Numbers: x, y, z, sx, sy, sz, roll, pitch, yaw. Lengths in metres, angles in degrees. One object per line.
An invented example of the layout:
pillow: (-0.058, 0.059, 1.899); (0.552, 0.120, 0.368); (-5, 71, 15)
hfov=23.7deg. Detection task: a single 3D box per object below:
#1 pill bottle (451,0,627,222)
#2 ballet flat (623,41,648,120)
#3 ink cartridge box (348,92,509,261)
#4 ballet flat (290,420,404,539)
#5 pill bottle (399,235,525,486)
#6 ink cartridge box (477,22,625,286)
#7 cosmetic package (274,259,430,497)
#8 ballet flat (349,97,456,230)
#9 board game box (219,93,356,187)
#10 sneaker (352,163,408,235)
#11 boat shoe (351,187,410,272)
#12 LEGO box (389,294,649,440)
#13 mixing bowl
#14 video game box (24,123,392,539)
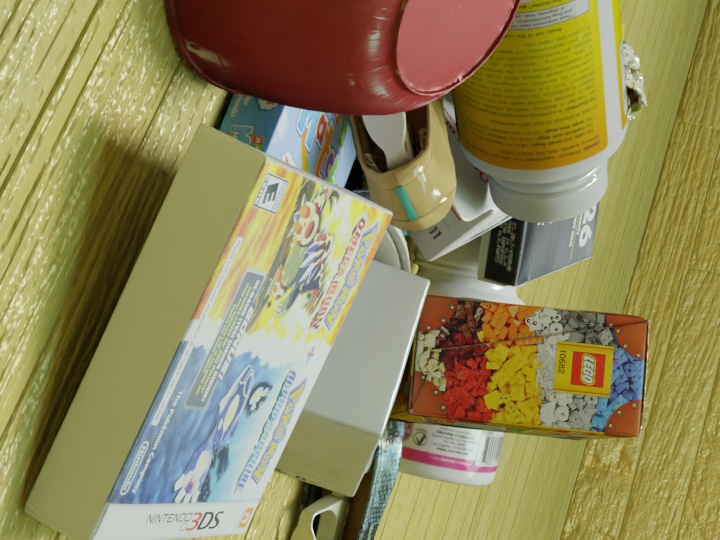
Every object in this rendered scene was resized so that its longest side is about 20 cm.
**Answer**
pill bottle: (0.107, -0.131, 1.056); (0.109, 0.109, 0.201); (-63, 150, -45)
ballet flat: (0.155, -0.122, 1.215); (0.200, 0.076, 0.064); (-25, 84, -54)
ink cartridge box: (0.062, -0.082, 1.187); (0.067, 0.117, 0.200); (-37, 174, 31)
ballet flat: (-0.016, 0.164, 1.258); (0.074, 0.074, 0.201); (21, 79, -76)
pill bottle: (0.076, 0.068, 1.424); (0.113, 0.113, 0.201); (8, 94, -76)
ink cartridge box: (0.165, -0.100, 1.369); (0.200, 0.047, 0.199); (-18, 118, -55)
cosmetic package: (-0.014, 0.068, 1.068); (0.200, 0.071, 0.102); (105, 4, -73)
ballet flat: (0.019, -0.118, 1.045); (0.063, 0.068, 0.201); (51, 21, -53)
board game box: (-0.056, -0.031, 0.990); (0.151, 0.036, 0.201); (76, 28, -59)
sneaker: (0.043, -0.058, 1.259); (0.200, 0.079, 0.078); (-25, 126, -69)
boat shoe: (0.000, 0.000, 1.159); (0.200, 0.071, 0.060); (92, 7, -58)
LEGO box: (0.099, 0.069, 1.163); (0.200, 0.148, 0.078); (117, -21, -83)
mixing bowl: (0.013, -0.153, 0.857); (0.200, 0.108, 0.201); (-36, 146, -29)
video game box: (-0.069, 0.040, 0.866); (0.201, 0.047, 0.182); (-65, 162, 3)
